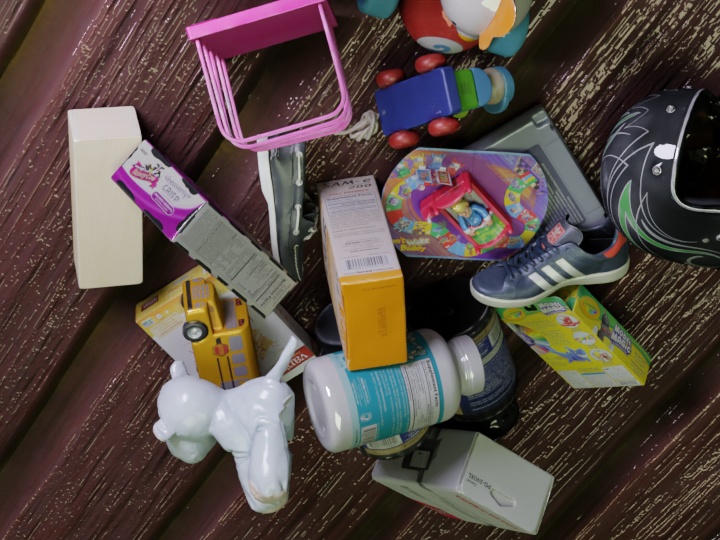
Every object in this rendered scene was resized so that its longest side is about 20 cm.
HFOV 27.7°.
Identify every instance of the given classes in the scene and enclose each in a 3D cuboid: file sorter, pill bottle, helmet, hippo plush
[{"bbox_3d":[-0.082,-0.194,1.484,0.137,0.200,0.127,-15,92,3],"label":"file sorter"},{"bbox_3d":[0.041,0.133,1.686,0.198,0.111,0.112,-14,130,-17],"label":"pill bottle"},{"bbox_3d":[0.365,-0.107,1.654,0.189,0.200,0.201,28,121,-2],"label":"helmet"},{"bbox_3d":[0.136,0.118,1.836,0.111,0.112,0.201,-19,127,5],"label":"pill bottle"},{"bbox_3d":[-0.157,0.188,1.677,0.159,0.161,0.201,4,147,-1],"label":"hippo plush"},{"bbox_3d":[0.014,0.132,1.817,0.111,0.112,0.201,-18,128,5],"label":"pill bottle"}]

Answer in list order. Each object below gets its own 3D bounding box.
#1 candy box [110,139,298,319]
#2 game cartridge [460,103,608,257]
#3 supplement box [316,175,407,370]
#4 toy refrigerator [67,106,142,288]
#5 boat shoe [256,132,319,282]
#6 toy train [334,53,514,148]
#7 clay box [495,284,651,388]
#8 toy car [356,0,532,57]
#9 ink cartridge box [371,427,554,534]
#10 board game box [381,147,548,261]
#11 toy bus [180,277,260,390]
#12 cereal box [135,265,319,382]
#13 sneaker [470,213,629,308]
[{"bbox_3d":[-0.169,-0.043,1.605,0.061,0.136,0.200,-46,142,-1],"label":"candy box"},{"bbox_3d":[0.203,-0.093,1.735,0.132,0.041,0.200,-31,126,10],"label":"game cartridge"},{"bbox_3d":[0.000,0.000,1.667,0.073,0.201,0.127,-8,127,-5],"label":"supplement box"},{"bbox_3d":[-0.287,-0.082,1.643,0.075,0.070,0.202,-6,129,-14],"label":"toy refrigerator"},{"bbox_3d":[-0.077,-0.068,1.683,0.060,0.076,0.202,-6,129,3],"label":"boat shoe"},{"bbox_3d":[0.070,-0.183,1.621,0.115,0.199,0.086,-12,90,-36],"label":"toy train"},{"bbox_3d":[0.265,0.077,1.832,0.114,0.048,0.200,-7,140,44],"label":"clay box"},{"bbox_3d":[0.114,-0.277,1.472,0.182,0.201,0.178,14,121,-18],"label":"toy car"},{"bbox_3d":[0.133,0.269,1.897,0.145,0.199,0.084,32,72,-28],"label":"ink cartridge box"},{"bbox_3d":[0.122,-0.064,1.698,0.197,0.039,0.159,3,129,-6],"label":"board game box"},{"bbox_3d":[-0.164,0.101,1.751,0.077,0.065,0.202,-9,128,-2],"label":"toy bus"},{"bbox_3d":[-0.162,0.079,1.802,0.143,0.040,0.200,-32,125,15],"label":"cereal box"},{"bbox_3d":[0.223,-0.020,1.730,0.198,0.075,0.085,-16,131,-9],"label":"sneaker"}]
